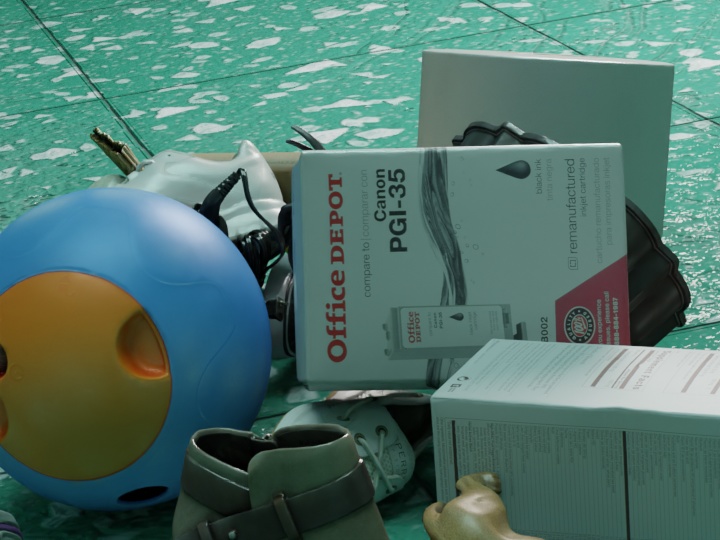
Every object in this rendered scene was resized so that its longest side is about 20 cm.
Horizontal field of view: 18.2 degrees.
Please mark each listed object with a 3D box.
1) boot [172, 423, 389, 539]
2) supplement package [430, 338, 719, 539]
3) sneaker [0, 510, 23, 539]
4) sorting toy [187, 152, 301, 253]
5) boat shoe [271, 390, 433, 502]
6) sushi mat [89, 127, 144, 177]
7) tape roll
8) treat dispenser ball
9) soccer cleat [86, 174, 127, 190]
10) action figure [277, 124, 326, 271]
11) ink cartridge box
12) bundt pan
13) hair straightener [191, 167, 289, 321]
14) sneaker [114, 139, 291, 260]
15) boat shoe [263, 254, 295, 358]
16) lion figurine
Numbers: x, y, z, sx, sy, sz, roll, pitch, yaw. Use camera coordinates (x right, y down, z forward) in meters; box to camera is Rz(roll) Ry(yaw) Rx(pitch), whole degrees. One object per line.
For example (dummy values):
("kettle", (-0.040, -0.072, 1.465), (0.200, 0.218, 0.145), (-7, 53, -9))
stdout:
("boot", (-0.005, 0.151, 1.140), (0.199, 0.147, 0.070), (1, 18, 20))
("supplement package", (0.153, 0.111, 1.257), (0.199, 0.114, 0.109), (3, 18, 22))
("sneaker", (-0.283, 0.177, 1.270), (0.099, 0.075, 0.199), (14, 27, 43))
("sorting toy", (-0.028, -0.039, 1.725), (0.185, 0.037, 0.200), (2, -21, 45))
("boat shoe", (0.000, 0.111, 1.377), (0.069, 0.071, 0.200), (0, 18, 23))
("sushi mat", (-0.125, -0.024, 1.653), (0.012, 0.200, 0.096), (-43, 24, -7))
("tape roll", (0.144, -0.101, 1.779), (0.201, 0.140, 0.203), (3, 7, 0))
("treat dispenser ball", (-0.155, 0.049, 1.407), (0.200, 0.202, 0.201), (-6, 18, 2))
("soccer cleat", (-0.226, 0.013, 1.584), (0.077, 0.201, 0.069), (34, -8, -30))
("action figure", (0.000, 0.000, 1.501), (0.101, 0.201, 0.119), (-8, 18, -2))
("ink cartridge box", (0.059, -0.001, 1.377), (0.199, 0.147, 0.083), (-2, -3, -3))
("bundt pan", (0.119, -0.003, 1.512), (0.076, 0.202, 0.201), (-48, 36, -20))
("hair straightener", (-0.082, 0.003, 1.512), (0.077, 0.200, 0.041), (16, 50, 0))
("sneaker", (-0.146, -0.034, 1.554), (0.199, 0.087, 0.075), (-12, -21, -21))
("boat shoe", (-0.017, 0.025, 1.643), (0.068, 0.074, 0.199), (6, 6, 17))
("lion figurine", (0.094, 0.154, 1.147), (0.199, 0.073, 0.122), (12, 4, 28))
